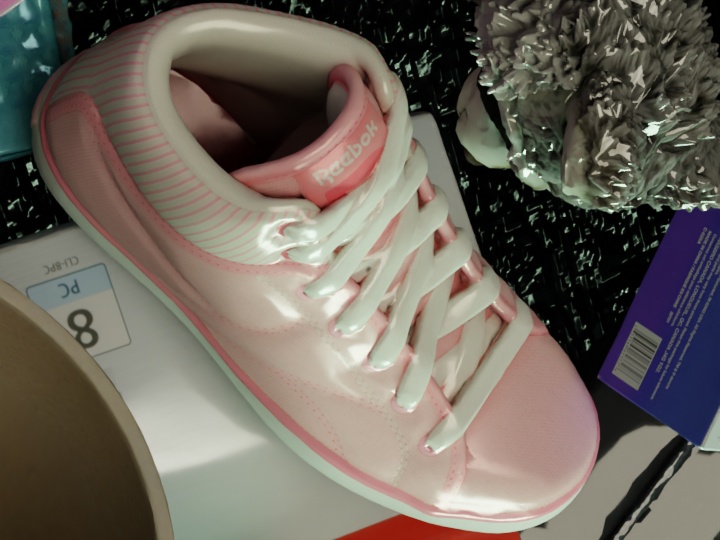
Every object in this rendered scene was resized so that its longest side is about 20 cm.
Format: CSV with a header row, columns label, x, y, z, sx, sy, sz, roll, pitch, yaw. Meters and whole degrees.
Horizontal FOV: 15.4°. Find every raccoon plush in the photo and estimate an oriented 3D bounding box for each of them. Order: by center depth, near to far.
label,x,y,z,sx,sy,sz,roll,pitch,yaw
raccoon plush,0.075,-0.106,0.675,0.096,0.135,0.200,-11,148,-34

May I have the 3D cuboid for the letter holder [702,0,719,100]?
label,x,y,z,sx,sy,sz,roll,pitch,yaw
letter holder,0.144,-0.137,0.821,0.200,0.100,0.142,-46,155,-9

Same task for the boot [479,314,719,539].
label,x,y,z,sx,sy,sz,roll,pitch,yaw
boot,0.148,0.071,0.915,0.165,0.066,0.200,41,80,2

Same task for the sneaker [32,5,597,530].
label,x,y,z,sx,sy,sz,roll,pitch,yaw
sneaker,0.000,0.000,0.755,0.200,0.105,0.076,40,66,-10

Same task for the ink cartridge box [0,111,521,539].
label,x,y,z,sx,sy,sz,roll,pitch,yaw
ink cartridge box,-0.022,0.069,0.824,0.159,0.047,0.201,-19,87,-22

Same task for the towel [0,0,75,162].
label,x,y,z,sx,sy,sz,roll,pitch,yaw
towel,-0.159,-0.112,0.754,0.146,0.022,0.202,-17,113,-23

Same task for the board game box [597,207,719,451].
label,x,y,z,sx,sy,sz,roll,pitch,yaw
board game box,0.166,-0.041,0.796,0.134,0.045,0.201,8,111,-48

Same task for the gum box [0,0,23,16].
label,x,y,z,sx,sy,sz,roll,pitch,yaw
gum box,-0.119,-0.087,0.665,0.199,0.114,0.066,-32,103,9

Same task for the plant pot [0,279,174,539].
label,x,y,z,sx,sy,sz,roll,pitch,yaw
plant pot,-0.159,0.115,0.718,0.186,0.200,0.189,7,62,-12
